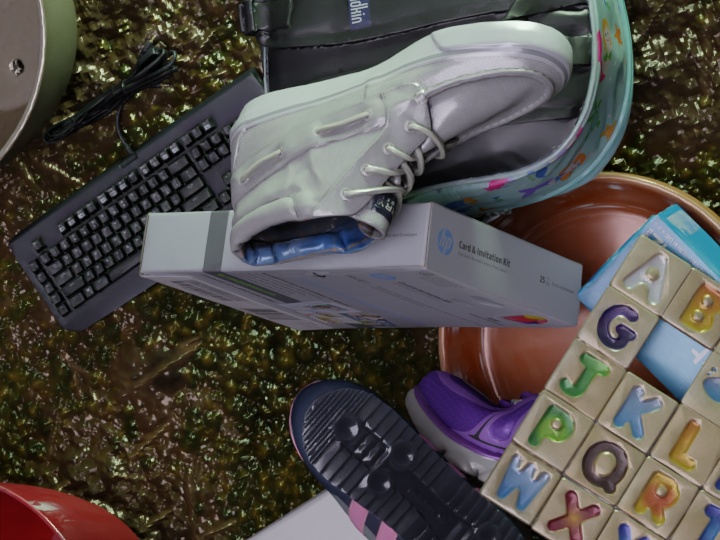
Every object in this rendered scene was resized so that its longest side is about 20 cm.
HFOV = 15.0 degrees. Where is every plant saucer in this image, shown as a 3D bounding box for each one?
[{"bbox_3d":[0.144,0.042,1.596,0.200,0.032,0.201,2,96,20],"label":"plant saucer"}]

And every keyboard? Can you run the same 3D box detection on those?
[{"bbox_3d":[-0.137,-0.061,1.691,0.200,0.021,0.127,-34,84,18],"label":"keyboard"}]

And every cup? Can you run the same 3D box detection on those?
[{"bbox_3d":[-0.250,-0.143,1.656,0.200,0.143,0.201,2,96,19],"label":"cup"}]

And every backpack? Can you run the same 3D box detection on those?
[{"bbox_3d":[0.054,-0.115,1.542,0.199,0.150,0.178,-12,78,25],"label":"backpack"}]

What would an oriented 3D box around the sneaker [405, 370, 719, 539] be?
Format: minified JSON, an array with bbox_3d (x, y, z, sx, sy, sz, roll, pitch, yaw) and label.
[{"bbox_3d":[0.119,0.092,1.544,0.200,0.081,0.084,20,94,30],"label":"sneaker"}]

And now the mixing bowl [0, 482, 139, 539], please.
[{"bbox_3d":[-0.190,0.213,1.678,0.200,0.108,0.201,9,106,37],"label":"mixing bowl"}]

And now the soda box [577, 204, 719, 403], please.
[{"bbox_3d":[0.217,0.058,1.521,0.200,0.064,0.068,46,107,7],"label":"soda box"}]

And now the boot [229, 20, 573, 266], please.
[{"bbox_3d":[0.020,-0.058,1.427,0.200,0.074,0.096,-17,53,27],"label":"boot"}]

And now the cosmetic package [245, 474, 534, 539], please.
[{"bbox_3d":[-0.006,0.184,1.635,0.200,0.085,0.108,-32,85,20],"label":"cosmetic package"}]

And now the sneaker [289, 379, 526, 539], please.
[{"bbox_3d":[0.034,0.136,1.545,0.070,0.082,0.200,-39,105,-6],"label":"sneaker"}]

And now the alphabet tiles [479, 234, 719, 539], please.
[{"bbox_3d":[0.191,0.103,1.473,0.200,0.008,0.167,32,85,6],"label":"alphabet tiles"}]

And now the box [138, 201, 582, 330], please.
[{"bbox_3d":[0.000,0.000,1.549,0.200,0.156,0.041,0,77,37],"label":"box"}]
